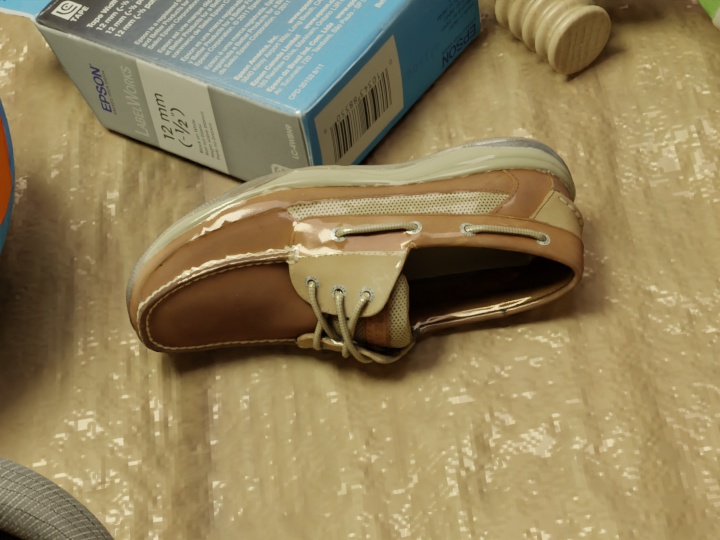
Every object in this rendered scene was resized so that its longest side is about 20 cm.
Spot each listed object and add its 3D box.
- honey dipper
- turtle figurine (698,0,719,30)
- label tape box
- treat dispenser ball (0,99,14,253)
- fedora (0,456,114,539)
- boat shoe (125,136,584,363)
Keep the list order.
[{"bbox_3d":[0.049,-0.165,1.006,0.038,0.038,0.200,-31,52,-17],"label":"honey dipper"},{"bbox_3d":[0.148,-0.203,0.933,0.194,0.144,0.200,42,51,14],"label":"turtle figurine"},{"bbox_3d":[-0.063,-0.125,0.979,0.200,0.066,0.143,21,54,30],"label":"label tape box"},{"bbox_3d":[-0.246,-0.041,0.842,0.201,0.201,0.201,-6,47,6],"label":"treat dispenser ball"},{"bbox_3d":[-0.175,0.136,0.715,0.200,0.177,0.090,-22,18,-7],"label":"fedora"},{"bbox_3d":[0.000,0.000,0.845,0.200,0.076,0.072,-16,49,-2],"label":"boat shoe"}]
